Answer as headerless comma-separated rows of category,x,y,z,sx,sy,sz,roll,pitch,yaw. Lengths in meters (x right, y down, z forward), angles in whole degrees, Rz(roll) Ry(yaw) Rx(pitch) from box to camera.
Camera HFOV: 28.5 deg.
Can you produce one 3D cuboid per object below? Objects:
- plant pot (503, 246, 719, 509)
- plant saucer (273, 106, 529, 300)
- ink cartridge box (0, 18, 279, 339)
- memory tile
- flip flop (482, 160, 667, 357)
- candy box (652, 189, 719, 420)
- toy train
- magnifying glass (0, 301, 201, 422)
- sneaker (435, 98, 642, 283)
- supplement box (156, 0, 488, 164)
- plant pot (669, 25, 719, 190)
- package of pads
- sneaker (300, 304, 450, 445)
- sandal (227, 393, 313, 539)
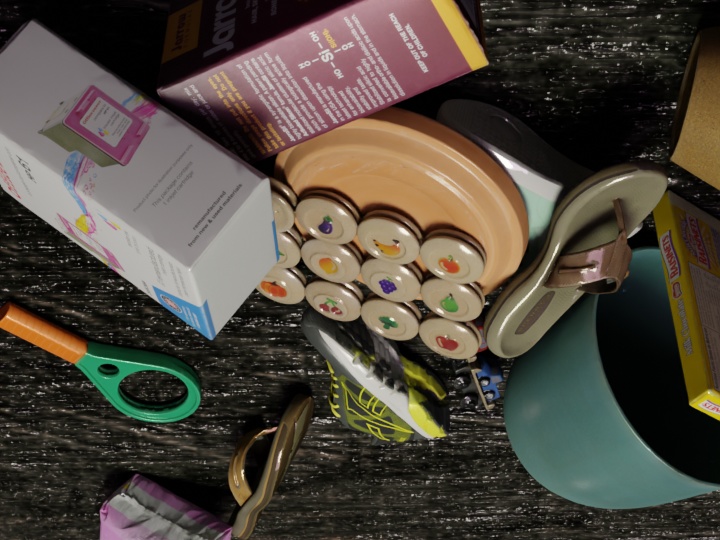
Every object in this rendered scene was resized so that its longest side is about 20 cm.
plant pot,0.213,0.104,1.160,0.200,0.201,0.161,25,143,-25
plant saucer,0.026,-0.042,1.059,0.200,0.032,0.201,17,144,13
ink cartridge box,-0.160,-0.059,0.955,0.200,0.085,0.145,36,163,13
memory tile,0.000,0.000,1.089,0.199,0.017,0.154,17,145,13
flip flop,0.162,0.000,1.039,0.081,0.058,0.200,8,128,-41
candy box,0.277,0.035,1.077,0.102,0.200,0.026,25,133,-25
toy train,0.087,0.052,1.213,0.046,0.034,0.200,-20,134,1
magnifying glass,-0.228,0.080,1.242,0.200,0.022,0.080,30,129,-31
sneaker,0.109,-0.044,1.076,0.200,0.074,0.118,28,122,-31
supplement box,-0.025,-0.159,0.930,0.199,0.111,0.086,-21,132,19
plant pot,0.321,-0.100,0.972,0.199,0.187,0.187,12,136,5
package of pads,-0.199,0.301,1.407,0.120,0.076,0.200,28,137,15
sneaker,0.001,0.100,1.227,0.084,0.075,0.200,-25,132,23
sandal,-0.098,0.183,1.324,0.054,0.080,0.200,29,136,0
